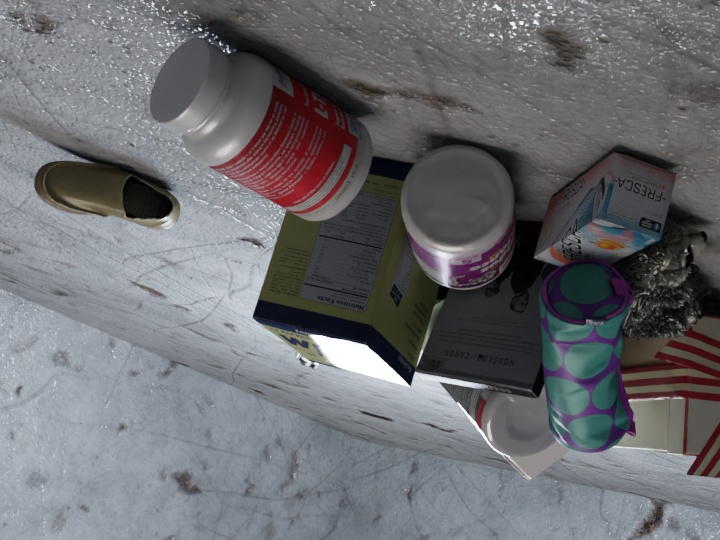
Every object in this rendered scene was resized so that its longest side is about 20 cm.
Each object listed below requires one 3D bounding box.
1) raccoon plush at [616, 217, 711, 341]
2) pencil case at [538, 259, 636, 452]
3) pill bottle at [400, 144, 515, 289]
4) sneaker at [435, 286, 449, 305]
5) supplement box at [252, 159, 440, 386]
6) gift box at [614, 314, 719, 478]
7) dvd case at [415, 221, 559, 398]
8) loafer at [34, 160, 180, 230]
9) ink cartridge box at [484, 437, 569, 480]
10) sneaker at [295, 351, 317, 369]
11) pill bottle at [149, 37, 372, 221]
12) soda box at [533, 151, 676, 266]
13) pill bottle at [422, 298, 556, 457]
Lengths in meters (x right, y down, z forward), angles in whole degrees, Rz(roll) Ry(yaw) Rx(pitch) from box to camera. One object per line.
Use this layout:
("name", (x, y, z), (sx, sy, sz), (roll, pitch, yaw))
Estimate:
("raccoon plush", (0.266, 0.026, 1.270), (0.134, 0.200, 0.097), (35, -166, -50))
("pencil case", (0.228, 0.089, 1.253), (0.092, 0.085, 0.200), (0, 133, 12))
("pill bottle", (0.104, -0.044, 1.292), (0.112, 0.113, 0.200), (14, 167, 11))
("sneaker", (0.155, 0.043, 1.670), (0.199, 0.075, 0.085), (11, 165, 23))
("supplement box", (0.000, 0.000, 1.409), (0.134, 0.200, 0.200), (12, 166, 21))
("gift box", (0.401, 0.147, 1.487), (0.199, 0.185, 0.187), (2, 174, -22))
("dvd case", (0.158, 0.036, 1.362), (0.150, 0.200, 0.025), (6, 153, 39))
("loafer", (-0.333, -0.106, 1.683), (0.199, 0.076, 0.067), (11, 169, -19))
("ink cartridge box", (0.231, 0.148, 1.558), (0.084, 0.145, 0.200), (46, -164, -10))
("sneaker", (-0.082, 0.132, 2.304), (0.075, 0.088, 0.200), (17, 166, 7))
("pill bottle", (-0.092, -0.132, 1.175), (0.200, 0.113, 0.112), (28, 163, -40))
("soda box", (0.229, -0.050, 1.203), (0.063, 0.069, 0.200), (18, 168, -5))
("pill bottle", (0.150, 0.112, 1.429), (0.114, 0.114, 0.200), (25, -166, -32))
